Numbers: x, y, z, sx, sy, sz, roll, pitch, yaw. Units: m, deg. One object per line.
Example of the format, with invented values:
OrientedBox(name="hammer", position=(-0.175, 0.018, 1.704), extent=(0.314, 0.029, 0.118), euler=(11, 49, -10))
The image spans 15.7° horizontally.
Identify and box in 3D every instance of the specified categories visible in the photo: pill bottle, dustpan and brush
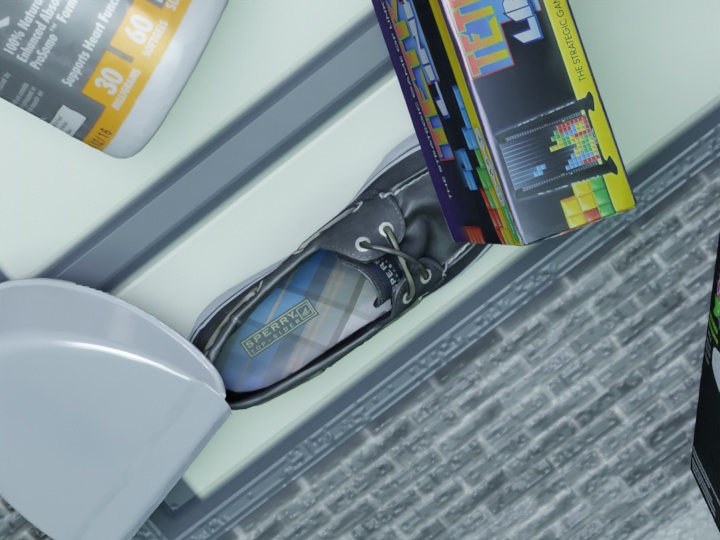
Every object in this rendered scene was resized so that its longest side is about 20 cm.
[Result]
OrientedBox(name="pill bottle", position=(-0.163, -0.143, 1.162), extent=(0.199, 0.116, 0.117), euler=(28, 104, -11))
OrientedBox(name="dustpan and brush", position=(-0.171, 0.039, 1.249), extent=(0.200, 0.057, 0.140), euler=(31, 125, -12))

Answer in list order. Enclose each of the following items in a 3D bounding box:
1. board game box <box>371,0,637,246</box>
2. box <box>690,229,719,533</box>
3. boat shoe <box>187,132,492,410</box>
OrientedBox(name="board game box", position=(0.046, -0.112, 1.132), extent=(0.056, 0.165, 0.201), euler=(-19, 93, -8))
OrientedBox(name="box", position=(0.246, 0.030, 1.233), extent=(0.148, 0.124, 0.201), euler=(3, 108, -4))
OrientedBox(name="boat shoe", position=(0.000, 0.000, 1.240), extent=(0.200, 0.066, 0.070), euler=(-32, 106, 7))
